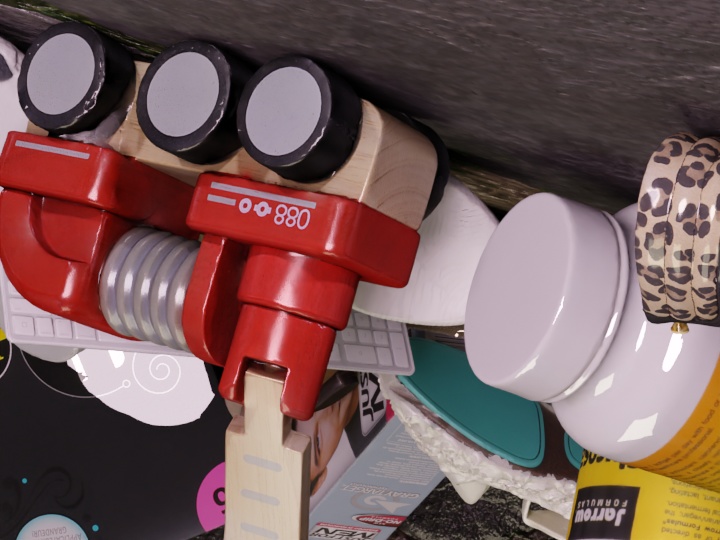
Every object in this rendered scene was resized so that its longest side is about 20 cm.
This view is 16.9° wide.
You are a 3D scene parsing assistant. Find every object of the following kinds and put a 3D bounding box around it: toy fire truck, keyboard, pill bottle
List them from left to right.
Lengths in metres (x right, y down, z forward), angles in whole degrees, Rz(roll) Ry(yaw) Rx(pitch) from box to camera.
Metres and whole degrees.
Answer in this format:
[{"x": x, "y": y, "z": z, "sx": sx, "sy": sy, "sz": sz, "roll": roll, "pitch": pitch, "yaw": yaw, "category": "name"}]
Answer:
[{"x": -0.064, "y": 0.019, "z": 0.993, "sx": 0.175, "sy": 0.201, "sz": 0.128, "roll": 12, "pitch": 173, "yaw": 32, "category": "toy fire truck"}, {"x": -0.067, "y": 0.015, "z": 1.081, "sx": 0.199, "sy": 0.057, "sz": 0.011, "roll": 6, "pitch": 141, "yaw": -28, "category": "keyboard"}, {"x": 0.160, "y": 0.106, "z": 1.169, "sx": 0.112, "sy": 0.201, "sz": 0.113, "roll": 11, "pitch": 165, "yaw": 3, "category": "pill bottle"}, {"x": 0.149, "y": 0.035, "z": 1.022, "sx": 0.199, "sy": 0.112, "sz": 0.111, "roll": 18, "pitch": 174, "yaw": -24, "category": "pill bottle"}]

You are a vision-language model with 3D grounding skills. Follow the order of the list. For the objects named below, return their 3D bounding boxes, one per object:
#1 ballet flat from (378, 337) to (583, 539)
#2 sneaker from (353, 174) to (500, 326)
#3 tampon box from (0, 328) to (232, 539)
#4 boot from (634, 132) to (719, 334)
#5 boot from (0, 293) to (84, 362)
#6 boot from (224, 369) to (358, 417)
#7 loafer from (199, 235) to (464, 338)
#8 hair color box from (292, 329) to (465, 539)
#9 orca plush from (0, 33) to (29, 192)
[{"x": 0.088, "y": 0.103, "z": 1.241, "sx": 0.199, "sy": 0.072, "sz": 0.072, "roll": 25, "pitch": 172, "yaw": -12, "category": "ballet flat"}, {"x": -0.015, "y": -0.033, "z": 1.107, "sx": 0.199, "sy": 0.076, "sz": 0.088, "roll": 21, "pitch": -172, "yaw": 17, "category": "sneaker"}, {"x": -0.150, "y": 0.062, "z": 1.366, "sx": 0.149, "sy": 0.201, "sz": 0.126, "roll": -23, "pitch": -179, "yaw": 3, "category": "tampon box"}, {"x": 0.184, "y": 0.009, "z": 0.872, "sx": 0.150, "sy": 0.074, "sz": 0.200, "roll": 13, "pitch": 170, "yaw": 19, "category": "boot"}, {"x": -0.140, "y": -0.050, "z": 1.184, "sx": 0.073, "sy": 0.096, "sz": 0.201, "roll": 23, "pitch": 142, "yaw": 11, "category": "boot"}, {"x": -0.066, "y": 0.007, "z": 1.266, "sx": 0.147, "sy": 0.070, "sz": 0.200, "roll": 55, "pitch": -175, "yaw": 9, "category": "boot"}, {"x": 0.000, "y": 0.000, "z": 1.197, "sx": 0.199, "sy": 0.069, "sz": 0.076, "roll": 18, "pitch": 142, "yaw": -11, "category": "loafer"}, {"x": 0.016, "y": 0.071, "z": 1.363, "sx": 0.060, "sy": 0.100, "sz": 0.200, "roll": 8, "pitch": 149, "yaw": -19, "category": "hair color box"}, {"x": -0.186, "y": -0.074, "z": 1.055, "sx": 0.199, "sy": 0.105, "sz": 0.071, "roll": 28, "pitch": -167, "yaw": -40, "category": "orca plush"}]
